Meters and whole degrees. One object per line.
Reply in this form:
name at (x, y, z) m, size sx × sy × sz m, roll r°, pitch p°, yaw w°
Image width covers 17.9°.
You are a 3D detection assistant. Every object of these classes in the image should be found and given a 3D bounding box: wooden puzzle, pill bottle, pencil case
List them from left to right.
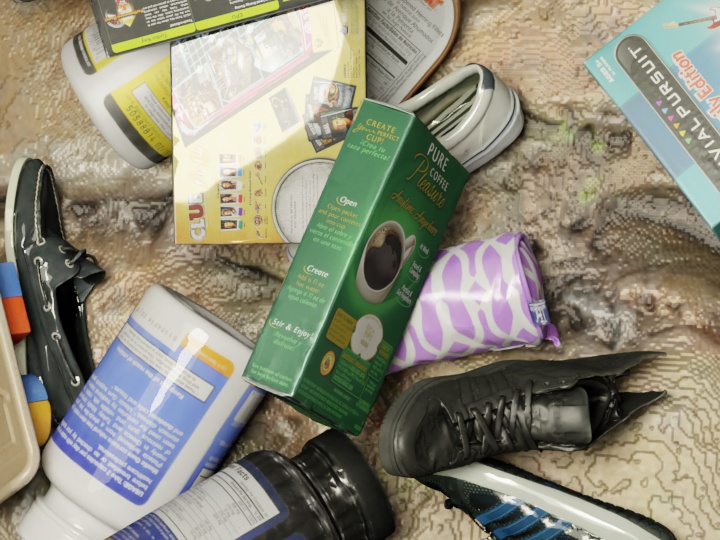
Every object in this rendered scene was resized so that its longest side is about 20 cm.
wooden puzzle at (-0.276, 0.080, 1.646) m, size 0.185 × 0.046 × 0.201 m, roll -35°, pitch 63°, yaw 54°
pill bottle at (-0.155, 0.120, 1.610) m, size 0.112 × 0.112 × 0.200 m, roll 34°, pitch 91°, yaw 19°
pill bottle at (-0.106, -0.169, 1.646) m, size 0.200 × 0.111 × 0.112 m, roll -32°, pitch 73°, yaw 9°
pill bottle at (-0.081, 0.192, 1.550) m, size 0.199 × 0.112 × 0.112 m, roll -29°, pitch 72°, yaw -17°
pencil case at (0.038, 0.034, 1.589) m, size 0.199 × 0.084 × 0.086 m, roll -13°, pitch 120°, yaw 14°

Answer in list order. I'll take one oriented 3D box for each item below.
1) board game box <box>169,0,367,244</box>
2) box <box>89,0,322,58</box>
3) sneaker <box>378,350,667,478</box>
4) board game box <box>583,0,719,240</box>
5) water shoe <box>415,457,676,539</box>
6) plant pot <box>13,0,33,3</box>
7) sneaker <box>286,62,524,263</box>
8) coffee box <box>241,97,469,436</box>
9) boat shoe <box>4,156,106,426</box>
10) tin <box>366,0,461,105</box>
board game box at (-0.062, -0.119, 1.552) m, size 0.135 × 0.035 × 0.201 m, roll 0°, pitch 95°, yaw 0°
box at (-0.096, -0.257, 1.487) m, size 0.199 × 0.048 × 0.194 m, roll -16°, pitch 106°, yaw 2°
sneaker at (0.110, 0.093, 1.515) m, size 0.104 × 0.199 × 0.060 m, roll 4°, pitch 106°, yaw 41°
board game box at (0.278, -0.143, 1.564) m, size 0.200 × 0.047 × 0.151 m, roll -38°, pitch 72°, yaw 7°
water shoe at (0.113, 0.179, 1.544) m, size 0.199 × 0.071 × 0.079 m, roll 20°, pitch 91°, yaw 20°
plant pot at (-0.211, -0.312, 1.623) m, size 0.199 × 0.200 × 0.181 m, roll -11°, pitch 57°, yaw 21°
sneaker at (0.021, -0.076, 1.606) m, size 0.200 × 0.071 × 0.073 m, roll -41°, pitch 49°, yaw 1°
coffee box at (0.000, 0.000, 1.498) m, size 0.044 × 0.123 × 0.201 m, roll 20°, pitch 83°, yaw 26°
boat shoe at (-0.218, 0.014, 1.666) m, size 0.066 × 0.074 × 0.200 m, roll -5°, pitch 80°, yaw 13°
tin at (-0.011, -0.144, 1.613) m, size 0.200 × 0.112 × 0.042 m, roll -49°, pitch 46°, yaw 4°
